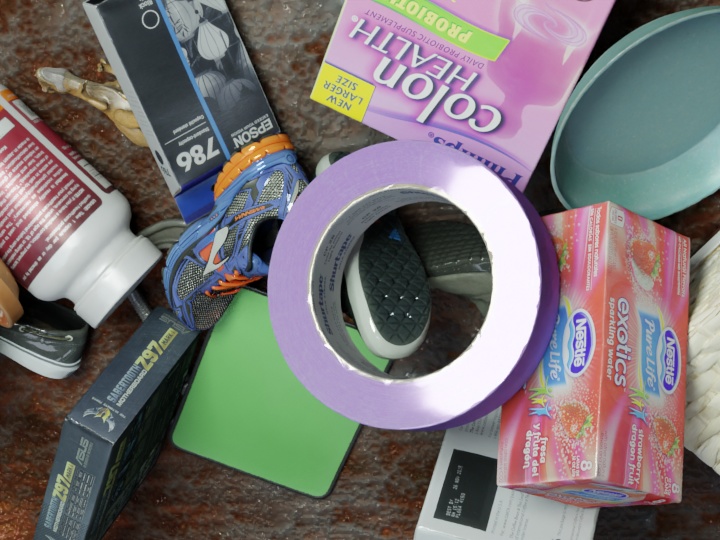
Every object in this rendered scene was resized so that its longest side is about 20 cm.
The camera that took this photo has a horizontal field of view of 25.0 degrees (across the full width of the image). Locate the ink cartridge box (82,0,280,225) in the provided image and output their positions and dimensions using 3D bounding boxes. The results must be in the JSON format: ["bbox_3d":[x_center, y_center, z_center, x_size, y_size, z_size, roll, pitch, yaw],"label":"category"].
[{"bbox_3d":[-0.130,-0.140,1.274,0.039,0.099,0.201,25,143,60],"label":"ink cartridge box"}]

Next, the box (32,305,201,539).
[{"bbox_3d":[-0.213,0.149,1.408,0.051,0.158,0.201,27,133,5],"label":"box"}]

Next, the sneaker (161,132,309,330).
[{"bbox_3d":[-0.098,-0.016,1.310,0.079,0.075,0.200,52,133,24],"label":"sneaker"}]

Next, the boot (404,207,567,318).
[{"bbox_3d":[0.105,0.027,1.318,0.199,0.068,0.131,-6,123,22],"label":"boot"}]

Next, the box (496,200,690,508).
[{"bbox_3d":[0.171,0.064,1.175,0.102,0.201,0.094,20,158,-39],"label":"box"}]

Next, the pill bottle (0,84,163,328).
[{"bbox_3d":[-0.265,-0.050,1.347,0.200,0.113,0.113,43,122,-3],"label":"pill bottle"}]

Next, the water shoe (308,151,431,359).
[{"bbox_3d":[0.000,0.000,1.272,0.071,0.201,0.079,12,135,-30],"label":"water shoe"}]

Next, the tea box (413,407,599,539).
[{"bbox_3d":[0.120,0.206,1.312,0.133,0.201,0.197,15,136,8],"label":"tea box"}]

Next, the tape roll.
[{"bbox_3d":[0.037,0.012,1.148,0.199,0.066,0.202,-2,84,18],"label":"tape roll"}]

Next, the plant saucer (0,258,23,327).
[{"bbox_3d":[-0.351,-0.032,1.333,0.200,0.032,0.200,38,164,13],"label":"plant saucer"}]

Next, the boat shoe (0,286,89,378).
[{"bbox_3d":[-0.334,0.027,1.454,0.199,0.069,0.057,27,120,-7],"label":"boat shoe"}]

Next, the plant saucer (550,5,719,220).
[{"bbox_3d":[0.219,-0.116,1.162,0.199,0.036,0.201,-16,141,-13],"label":"plant saucer"}]

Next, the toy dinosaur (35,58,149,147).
[{"bbox_3d":[-0.172,-0.118,1.332,0.200,0.060,0.106,41,146,-2],"label":"toy dinosaur"}]

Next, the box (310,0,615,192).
[{"bbox_3d":[0.084,-0.187,1.175,0.175,0.097,0.201,26,124,3],"label":"box"}]

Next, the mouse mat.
[{"bbox_3d":[-0.072,0.110,1.438,0.160,0.008,0.201,21,122,-6],"label":"mouse mat"}]

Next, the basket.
[{"bbox_3d":[0.307,0.048,1.228,0.135,0.124,0.200,38,123,-6],"label":"basket"}]

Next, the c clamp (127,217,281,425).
[{"bbox_3d":[-0.160,0.050,1.432,0.170,0.027,0.201,-13,115,24],"label":"c clamp"}]
